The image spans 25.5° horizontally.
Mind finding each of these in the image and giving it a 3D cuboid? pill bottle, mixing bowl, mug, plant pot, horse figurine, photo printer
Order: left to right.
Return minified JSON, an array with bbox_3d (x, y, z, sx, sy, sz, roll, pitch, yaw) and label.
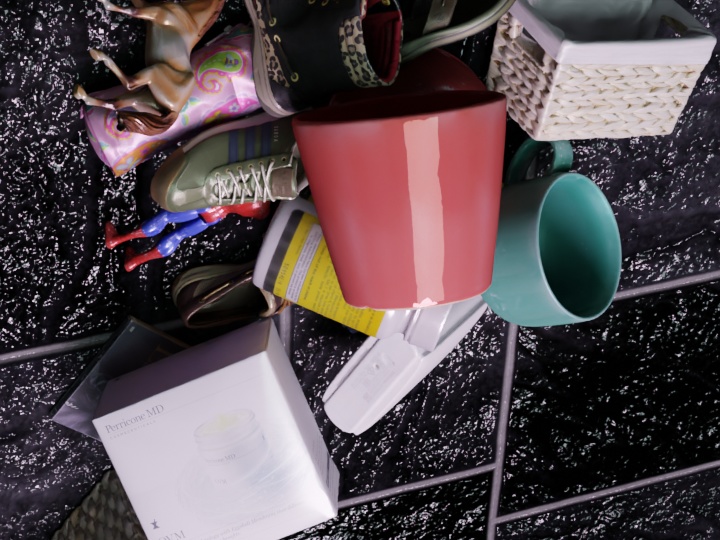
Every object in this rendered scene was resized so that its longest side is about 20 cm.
[{"bbox_3d":[-0.193,-0.201,1.468,0.132,0.202,0.050,18,152,-32],"label":"horse figurine"},{"bbox_3d":[0.000,0.000,1.611,0.198,0.114,0.115,23,116,2],"label":"pill bottle"},{"bbox_3d":[0.044,-0.066,1.470,0.198,0.200,0.179,-11,103,-18],"label":"plant pot"},{"bbox_3d":[0.059,0.080,1.769,0.200,0.069,0.167,-38,169,-51],"label":"photo printer"},{"bbox_3d":[0.071,-0.130,1.617,0.198,0.108,0.203,-3,98,-20],"label":"mixing bowl"},{"bbox_3d":[0.190,-0.032,1.673,0.152,0.114,0.186,43,54,-33],"label":"mug"}]

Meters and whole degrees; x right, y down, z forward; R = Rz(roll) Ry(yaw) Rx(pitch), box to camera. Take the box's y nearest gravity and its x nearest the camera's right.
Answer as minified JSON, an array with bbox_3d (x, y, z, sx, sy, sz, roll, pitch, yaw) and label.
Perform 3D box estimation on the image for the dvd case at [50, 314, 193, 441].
[{"bbox_3d":[-0.226,0.146,1.782,0.199,0.016,0.149,30,106,-38],"label":"dvd case"}]

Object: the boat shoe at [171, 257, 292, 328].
[{"bbox_3d":[-0.101,0.023,1.707,0.198,0.072,0.073,-9,126,-12],"label":"boat shoe"}]

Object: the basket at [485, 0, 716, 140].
[{"bbox_3d":[0.246,-0.218,1.664,0.198,0.136,0.124,-6,128,-27],"label":"basket"}]

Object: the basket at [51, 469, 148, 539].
[{"bbox_3d":[-0.258,0.372,1.809,0.160,0.200,0.198,32,105,-36],"label":"basket"}]

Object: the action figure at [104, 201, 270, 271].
[{"bbox_3d":[-0.162,-0.079,1.629,0.198,0.100,0.065,-18,136,17],"label":"action figure"}]

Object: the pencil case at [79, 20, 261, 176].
[{"bbox_3d":[-0.172,-0.168,1.542,0.199,0.088,0.088,-27,131,-6],"label":"pencil case"}]

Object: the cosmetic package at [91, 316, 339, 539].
[{"bbox_3d":[-0.150,0.188,1.691,0.198,0.123,0.202,-22,104,6],"label":"cosmetic package"}]

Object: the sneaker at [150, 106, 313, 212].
[{"bbox_3d":[-0.097,-0.099,1.529,0.199,0.090,0.068,-28,137,-30],"label":"sneaker"}]

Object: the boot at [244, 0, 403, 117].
[{"bbox_3d":[-0.038,-0.249,1.461,0.073,0.150,0.202,-3,89,-47],"label":"boot"}]

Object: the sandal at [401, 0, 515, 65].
[{"bbox_3d":[0.076,-0.262,1.598,0.199,0.080,0.058,-27,117,-6],"label":"sandal"}]

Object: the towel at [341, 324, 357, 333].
[{"bbox_3d":[0.041,-0.026,1.782,0.199,0.024,0.147,-32,130,-1],"label":"towel"}]

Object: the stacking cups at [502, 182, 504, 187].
[{"bbox_3d":[0.122,-0.077,1.727,0.198,0.061,0.061,12,118,-28],"label":"stacking cups"}]
